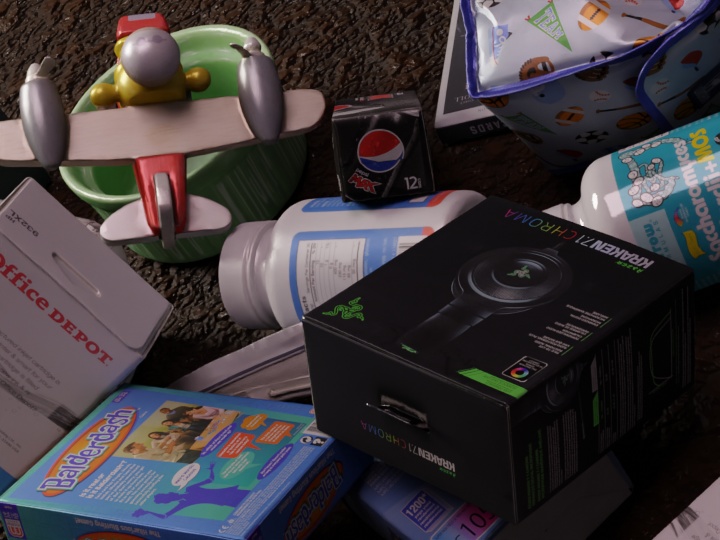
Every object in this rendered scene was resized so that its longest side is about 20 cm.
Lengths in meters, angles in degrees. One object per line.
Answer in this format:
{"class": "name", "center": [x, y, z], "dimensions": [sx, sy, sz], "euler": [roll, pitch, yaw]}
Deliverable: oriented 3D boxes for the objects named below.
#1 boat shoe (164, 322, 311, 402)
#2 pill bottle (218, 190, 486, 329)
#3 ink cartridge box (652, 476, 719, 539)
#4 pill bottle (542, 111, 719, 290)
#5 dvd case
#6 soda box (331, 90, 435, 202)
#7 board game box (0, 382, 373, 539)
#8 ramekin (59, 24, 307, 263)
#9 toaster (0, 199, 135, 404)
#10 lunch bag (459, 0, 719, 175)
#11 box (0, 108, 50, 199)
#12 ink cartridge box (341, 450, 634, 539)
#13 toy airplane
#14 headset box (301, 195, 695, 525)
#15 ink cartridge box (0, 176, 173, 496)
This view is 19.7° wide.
{"class": "boat shoe", "center": [-0.078, 0.093, 1.517], "dimensions": [0.200, 0.070, 0.071], "euler": [-26, -5, 37]}
{"class": "pill bottle", "center": [0.000, 0.000, 1.530], "dimensions": [0.200, 0.112, 0.112], "euler": [-1, 49, 31]}
{"class": "ink cartridge box", "center": [0.227, 0.197, 1.226], "dimensions": [0.200, 0.067, 0.116], "euler": [-41, 41, -10]}
{"class": "pill bottle", "center": [0.228, -0.043, 1.429], "dimensions": [0.200, 0.111, 0.111], "euler": [-21, 42, 14]}
{"class": "dvd case", "center": [0.142, -0.195, 1.700], "dimensions": [0.150, 0.025, 0.200], "euler": [-12, 44, 23]}
{"class": "soda box", "center": [0.015, -0.096, 1.566], "dimensions": [0.071, 0.063, 0.200], "euler": [-7, 8, 1]}
{"class": "board game box", "center": [-0.114, 0.138, 1.361], "dimensions": [0.200, 0.045, 0.152], "euler": [5, 32, 32]}
{"class": "ramekin", "center": [-0.142, -0.101, 1.729], "dimensions": [0.200, 0.098, 0.200], "euler": [-17, 43, 17]}
{"class": "toaster", "center": [-0.248, 0.034, 1.613], "dimensions": [0.129, 0.200, 0.114], "euler": [8, 52, 16]}
{"class": "lunch bag", "center": [0.195, -0.156, 1.504], "dimensions": [0.200, 0.170, 0.124], "euler": [-13, 68, 21]}
{"class": "box", "center": [-0.405, -0.066, 1.856], "dimensions": [0.200, 0.104, 0.148], "euler": [5, 53, 35]}
{"class": "ink cartridge box", "center": [0.063, 0.129, 1.394], "dimensions": [0.136, 0.076, 0.200], "euler": [-43, 40, -12]}
{"class": "toy airplane", "center": [-0.157, -0.116, 1.568], "dimensions": [0.199, 0.141, 0.200], "euler": [29, 53, 24]}
{"class": "headset box", "center": [0.084, 0.054, 1.312], "dimensions": [0.174, 0.093, 0.200], "euler": [23, 42, 39]}
{"class": "ink cartridge box", "center": [-0.255, 0.055, 1.492], "dimensions": [0.200, 0.145, 0.084], "euler": [-43, 11, 28]}
